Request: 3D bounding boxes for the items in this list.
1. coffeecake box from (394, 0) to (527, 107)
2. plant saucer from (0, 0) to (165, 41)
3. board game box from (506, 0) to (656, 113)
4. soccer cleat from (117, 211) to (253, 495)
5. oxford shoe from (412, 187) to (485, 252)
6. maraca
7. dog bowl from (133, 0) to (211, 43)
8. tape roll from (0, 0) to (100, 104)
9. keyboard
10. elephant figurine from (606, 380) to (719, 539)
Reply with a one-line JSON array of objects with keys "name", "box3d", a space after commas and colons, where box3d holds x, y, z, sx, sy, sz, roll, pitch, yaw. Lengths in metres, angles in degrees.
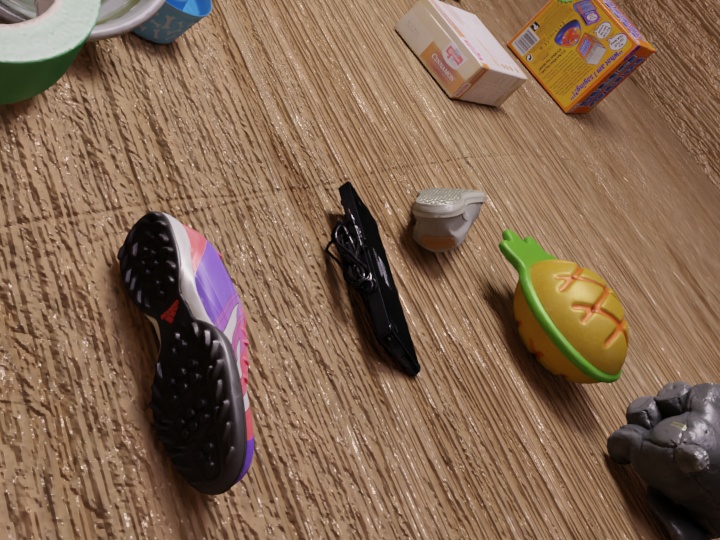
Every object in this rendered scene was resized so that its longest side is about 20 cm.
[{"name": "coffeecake box", "box3d": [0.165, -0.349, 1.546, 0.154, 0.073, 0.200, 55, 26, 15]}, {"name": "plant saucer", "box3d": [-0.247, -0.268, 0.771, 0.199, 0.050, 0.201, 9, 71, -26]}, {"name": "board game box", "box3d": [0.475, -0.478, 2.058, 0.200, 0.200, 0.200, 52, 26, 11]}, {"name": "soccer cleat", "box3d": [-0.093, 0.048, 0.596, 0.073, 0.068, 0.201, 24, 31, -46]}, {"name": "oxford shoe", "box3d": [0.095, -0.059, 1.051, 0.200, 0.075, 0.058, -42, 130, -72]}, {"name": "maraca", "box3d": [0.215, 0.036, 1.033, 0.137, 0.107, 0.201, 17, 38, -50]}, {"name": "dog bowl", "box3d": [-0.230, -0.287, 0.879, 0.200, 0.050, 0.112, 39, 27, -18]}, {"name": "tape roll", "box3d": [-0.276, -0.206, 0.642, 0.200, 0.048, 0.201, 25, 45, -29]}, {"name": "keyboard", "box3d": [0.000, 0.000, 0.858, 0.104, 0.039, 0.201, 56, 13, -43]}, {"name": "elephant figurine", "box3d": [0.358, 0.223, 0.982, 0.155, 0.141, 0.201, -41, 106, -36]}]
